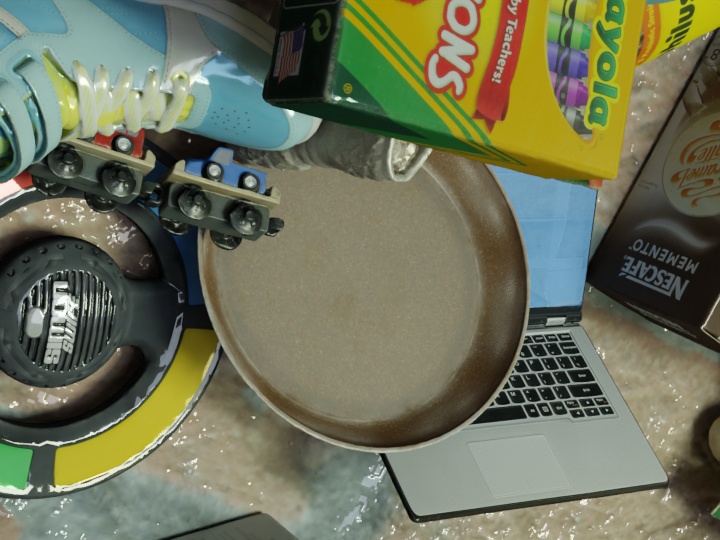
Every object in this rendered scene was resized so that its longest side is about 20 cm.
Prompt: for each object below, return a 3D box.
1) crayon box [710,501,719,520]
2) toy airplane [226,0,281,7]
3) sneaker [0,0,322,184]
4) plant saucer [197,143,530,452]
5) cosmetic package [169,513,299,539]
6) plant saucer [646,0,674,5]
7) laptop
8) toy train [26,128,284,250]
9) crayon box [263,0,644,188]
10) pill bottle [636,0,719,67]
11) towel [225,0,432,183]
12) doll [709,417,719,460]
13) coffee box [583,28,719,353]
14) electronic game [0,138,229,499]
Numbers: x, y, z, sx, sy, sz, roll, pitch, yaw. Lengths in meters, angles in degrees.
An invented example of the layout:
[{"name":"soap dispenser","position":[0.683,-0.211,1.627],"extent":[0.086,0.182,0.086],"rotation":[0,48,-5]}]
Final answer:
[{"name":"crayon box","position":[0.334,0.162,1.146],"extent":[0.127,0.051,0.200],"rotation":[-51,141,5]},{"name":"toy airplane","position":[-0.054,-0.229,0.749],"extent":[0.200,0.141,0.200],"rotation":[28,83,-28]},{"name":"sneaker","position":[-0.121,-0.074,0.733],"extent":[0.200,0.131,0.080],"rotation":[21,139,-4]},{"name":"plant saucer","position":[0.000,0.000,0.880],"extent":[0.200,0.032,0.201],"rotation":[8,73,-27]},{"name":"cosmetic package","position":[-0.121,0.214,0.901],"extent":[0.200,0.071,0.102],"rotation":[-13,112,-29]},{"name":"plant saucer","position":[0.132,-0.237,0.865],"extent":[0.199,0.036,0.200],"rotation":[6,68,-14]},{"name":"laptop","position":[0.089,0.023,0.951],"extent":[0.187,0.200,0.116],"rotation":[-3,140,-31]},{"name":"toy train","position":[-0.127,-0.055,0.791],"extent":[0.200,0.034,0.046],"rotation":[17,64,-23]},{"name":"crayon box","position":[0.061,-0.115,0.730],"extent":[0.200,0.051,0.127],"rotation":[11,87,-37]},{"name":"pill bottle","position":[0.128,-0.161,0.915],"extent":[0.200,0.109,0.109],"rotation":[-27,118,-23]},{"name":"towel","position":[0.008,-0.139,0.811],"extent":[0.034,0.132,0.200],"rotation":[27,78,-39]},{"name":"doll","position":[0.316,0.059,1.136],"extent":[0.200,0.048,0.137],"rotation":[-42,133,-7]},{"name":"coffee box","position":[0.245,-0.051,1.023],"extent":[0.080,0.114,0.200],"rotation":[29,88,-36]},{"name":"electronic game","position":[-0.155,0.022,0.834],"extent":[0.200,0.042,0.201],"rotation":[-11,111,-29]}]
